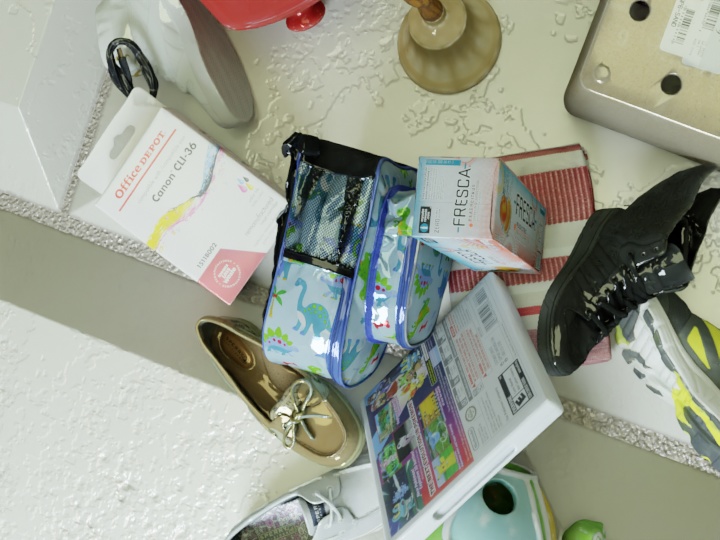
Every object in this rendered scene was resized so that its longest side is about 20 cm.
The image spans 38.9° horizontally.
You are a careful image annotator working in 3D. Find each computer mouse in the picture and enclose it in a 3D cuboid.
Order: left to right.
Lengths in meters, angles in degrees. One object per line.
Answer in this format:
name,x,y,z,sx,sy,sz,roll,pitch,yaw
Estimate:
computer mouse,-0.217,-0.132,1.024,0.058,0.034,0.203,-7,101,7

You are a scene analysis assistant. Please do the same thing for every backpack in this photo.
backpack,0.000,0.000,0.899,0.145,0.183,0.203,17,94,17

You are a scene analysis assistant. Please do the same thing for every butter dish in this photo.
butter dish,-0.079,-0.299,0.977,0.198,0.149,0.201,-22,36,12

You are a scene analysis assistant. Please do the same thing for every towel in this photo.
towel,0.150,-0.008,0.942,0.142,0.023,0.203,-7,81,17

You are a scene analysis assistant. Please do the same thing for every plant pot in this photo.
plant pot,0.272,-0.189,0.819,0.198,0.177,0.202,24,107,18

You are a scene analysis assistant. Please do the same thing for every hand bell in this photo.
hand bell,0.060,-0.233,0.895,0.103,0.200,0.106,-2,84,16

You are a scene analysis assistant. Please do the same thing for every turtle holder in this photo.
turtle holder,0.114,0.231,0.866,0.183,0.141,0.133,16,88,17

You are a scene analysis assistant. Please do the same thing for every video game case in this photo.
video game case,0.076,0.115,0.862,0.023,0.201,0.182,36,109,-23

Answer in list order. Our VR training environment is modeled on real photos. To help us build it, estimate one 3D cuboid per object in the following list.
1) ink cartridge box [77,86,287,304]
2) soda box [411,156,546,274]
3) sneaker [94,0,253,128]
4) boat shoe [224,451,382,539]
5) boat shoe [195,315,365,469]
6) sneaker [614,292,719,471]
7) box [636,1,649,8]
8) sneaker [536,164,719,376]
ink cartridge box,-0.170,-0.075,0.979,0.199,0.068,0.117,36,95,-5
soda box,0.104,-0.041,0.844,0.067,0.200,0.065,3,83,20
sneaker,-0.195,-0.211,1.039,0.115,0.073,0.202,-33,80,24
boat shoe,-0.039,0.223,0.946,0.198,0.068,0.073,-21,80,13
boat shoe,-0.081,0.114,0.958,0.199,0.063,0.074,35,91,25
sneaker,0.291,0.077,0.878,0.084,0.075,0.201,-21,67,-19
box,0.361,-0.272,0.901,0.198,0.036,0.144,27,93,17
sneaker,0.224,0.001,0.838,0.103,0.060,0.201,0,51,45
